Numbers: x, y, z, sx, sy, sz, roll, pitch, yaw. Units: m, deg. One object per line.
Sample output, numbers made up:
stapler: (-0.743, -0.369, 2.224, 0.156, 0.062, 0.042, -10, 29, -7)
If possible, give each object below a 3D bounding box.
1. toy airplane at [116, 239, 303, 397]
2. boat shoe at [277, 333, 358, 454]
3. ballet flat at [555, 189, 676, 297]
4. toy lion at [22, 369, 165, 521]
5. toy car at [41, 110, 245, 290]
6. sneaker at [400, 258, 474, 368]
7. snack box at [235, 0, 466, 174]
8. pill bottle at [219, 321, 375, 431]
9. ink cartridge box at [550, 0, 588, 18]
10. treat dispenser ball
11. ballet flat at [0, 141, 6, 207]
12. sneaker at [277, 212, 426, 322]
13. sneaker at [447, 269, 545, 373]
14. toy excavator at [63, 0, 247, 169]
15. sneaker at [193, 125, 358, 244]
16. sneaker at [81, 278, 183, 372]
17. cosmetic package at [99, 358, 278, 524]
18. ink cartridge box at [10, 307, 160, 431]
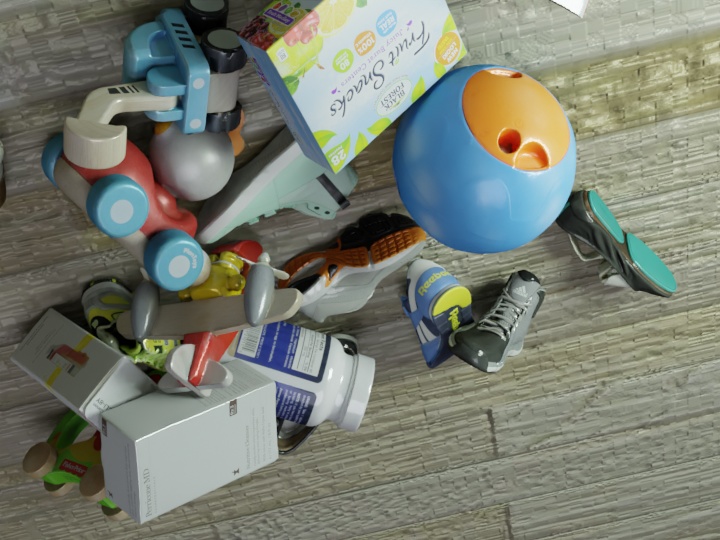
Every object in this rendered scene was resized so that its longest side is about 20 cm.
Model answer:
toy airplane: (-0.178, 0.042, 1.462, 0.198, 0.199, 0.142, -31, 120, -8)
boat shoe: (-0.064, 0.166, 1.712, 0.073, 0.061, 0.200, 25, 123, -27)
ballet flat: (0.313, -0.026, 1.609, 0.068, 0.069, 0.200, -31, 120, 31)
toy lion: (-0.312, 0.210, 1.649, 0.198, 0.193, 0.069, 9, 148, 40)
toy car: (-0.211, -0.117, 1.389, 0.200, 0.184, 0.177, -48, 128, -6)
sneaker: (0.096, 0.054, 1.638, 0.074, 0.082, 0.201, -36, 153, -18)
snack box: (-0.004, -0.228, 1.302, 0.200, 0.067, 0.170, -42, 132, -13)
pill bottle: (-0.087, 0.127, 1.607, 0.197, 0.116, 0.117, 18, 129, -5)
ink cartridge box: (0.149, -0.336, 1.268, 0.198, 0.050, 0.110, 21, 90, -27)
treat dispenser ball: (0.133, -0.120, 1.391, 0.197, 0.202, 0.203, -5, 133, -5)
ballet flat: (-0.423, -0.139, 1.363, 0.071, 0.068, 0.201, -9, 132, 28)
sneaker: (0.000, 0.000, 1.575, 0.198, 0.077, 0.092, -24, 140, 22)
sneaker: (0.175, 0.053, 1.598, 0.074, 0.200, 0.117, 30, 106, 14)
toy excavator: (-0.208, -0.178, 1.269, 0.197, 0.196, 0.101, -9, 137, -21)
sneaker: (-0.094, -0.072, 1.478, 0.200, 0.074, 0.118, -38, 121, 19)
sneaker: (-0.267, 0.092, 1.598, 0.075, 0.077, 0.199, -39, 127, 23)
cosmetic package: (-0.194, 0.192, 1.473, 0.199, 0.081, 0.114, -23, 123, -38)
ink cartridge box: (-0.309, 0.142, 1.548, 0.084, 0.199, 0.145, -51, 129, -13)
